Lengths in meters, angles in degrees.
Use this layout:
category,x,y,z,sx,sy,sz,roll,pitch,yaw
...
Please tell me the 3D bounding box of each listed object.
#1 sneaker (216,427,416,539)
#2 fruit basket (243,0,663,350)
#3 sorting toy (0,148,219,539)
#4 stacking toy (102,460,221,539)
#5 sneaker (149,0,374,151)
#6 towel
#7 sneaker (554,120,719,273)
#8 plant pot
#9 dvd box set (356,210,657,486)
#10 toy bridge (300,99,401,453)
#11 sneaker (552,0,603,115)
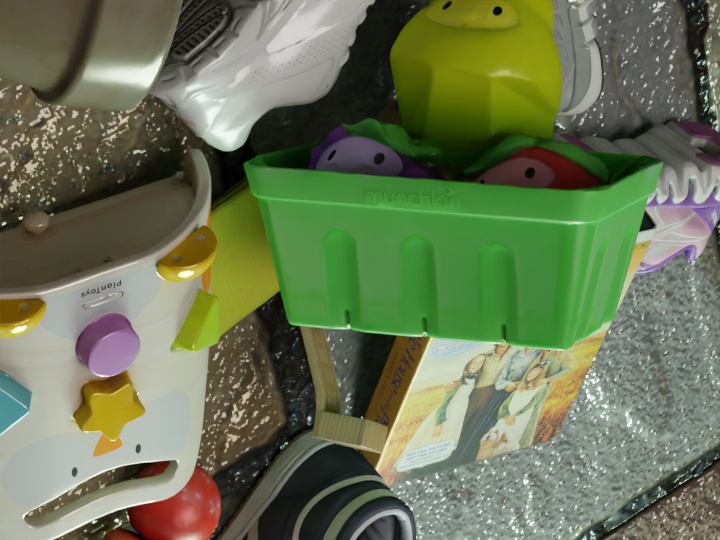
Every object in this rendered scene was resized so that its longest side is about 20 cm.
category,x,y,z,sx,sy,sz,roll,pitch,yaw
sneaker,-0.044,0.199,1.576,0.070,0.108,0.200,30,93,-43
fruit basket,0.055,-0.070,1.421,0.156,0.216,0.216,-24,133,-66
sorting toy,-0.147,0.057,1.413,0.200,0.107,0.180,-20,126,-24
stacking toy,-0.144,0.199,1.527,0.085,0.085,0.200,29,87,-44
sneaker,-0.029,-0.144,1.438,0.200,0.078,0.099,-39,139,-4
towel,-0.114,0.022,1.492,0.200,0.018,0.086,-37,136,-18
sneaker,0.153,-0.036,1.632,0.200,0.080,0.089,-6,124,-37
plant pot,-0.186,-0.176,1.228,0.173,0.200,0.200,2,113,-20
dvd box set,0.083,0.045,1.594,0.146,0.029,0.200,-12,143,-30
toy bridge,0.000,0.000,1.519,0.027,0.067,0.200,19,81,-58
sneaker,0.074,-0.153,1.506,0.115,0.075,0.200,-29,129,-20
